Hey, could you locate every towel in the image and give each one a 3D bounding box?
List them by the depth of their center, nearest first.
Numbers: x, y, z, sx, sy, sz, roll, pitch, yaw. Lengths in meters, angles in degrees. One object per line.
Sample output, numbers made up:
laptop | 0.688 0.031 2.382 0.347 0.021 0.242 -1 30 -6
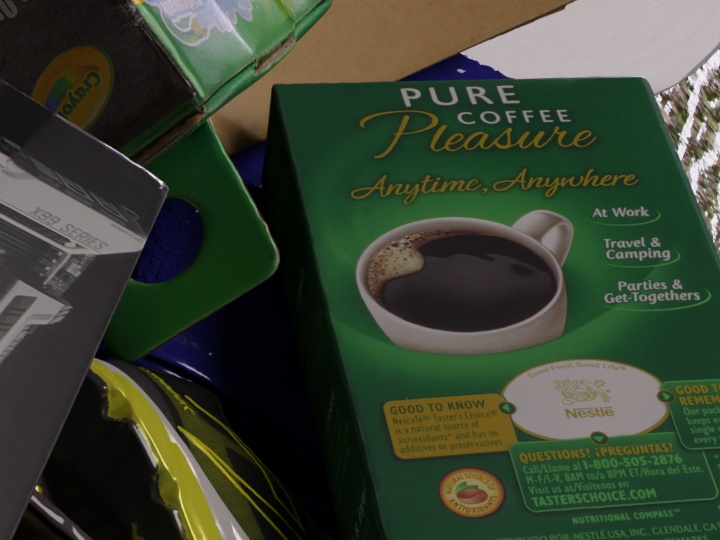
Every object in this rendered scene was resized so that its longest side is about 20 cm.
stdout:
towel | 0.000 0.000 0.853 0.147 0.050 0.201 27 43 -10

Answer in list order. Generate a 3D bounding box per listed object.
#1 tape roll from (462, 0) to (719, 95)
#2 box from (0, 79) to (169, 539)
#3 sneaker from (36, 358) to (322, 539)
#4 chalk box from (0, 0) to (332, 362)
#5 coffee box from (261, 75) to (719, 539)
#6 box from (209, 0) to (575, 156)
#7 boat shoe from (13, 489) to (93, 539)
tape roll | 0.060 -0.154 1.036 0.199 0.066 0.202 4 81 -26
box | -0.140 0.014 0.552 0.157 0.050 0.200 32 38 -9
sneaker | -0.024 0.103 0.718 0.201 0.074 0.085 60 24 6
chalk box | -0.097 -0.073 0.737 0.200 0.124 0.124 55 24 -8
coffee box | 0.046 0.023 0.751 0.122 0.044 0.201 -4 44 -13
box | -0.015 -0.137 0.865 0.200 0.021 0.164 -28 98 -46
boat shoe | -0.106 0.060 0.627 0.200 0.065 0.072 46 29 -21
